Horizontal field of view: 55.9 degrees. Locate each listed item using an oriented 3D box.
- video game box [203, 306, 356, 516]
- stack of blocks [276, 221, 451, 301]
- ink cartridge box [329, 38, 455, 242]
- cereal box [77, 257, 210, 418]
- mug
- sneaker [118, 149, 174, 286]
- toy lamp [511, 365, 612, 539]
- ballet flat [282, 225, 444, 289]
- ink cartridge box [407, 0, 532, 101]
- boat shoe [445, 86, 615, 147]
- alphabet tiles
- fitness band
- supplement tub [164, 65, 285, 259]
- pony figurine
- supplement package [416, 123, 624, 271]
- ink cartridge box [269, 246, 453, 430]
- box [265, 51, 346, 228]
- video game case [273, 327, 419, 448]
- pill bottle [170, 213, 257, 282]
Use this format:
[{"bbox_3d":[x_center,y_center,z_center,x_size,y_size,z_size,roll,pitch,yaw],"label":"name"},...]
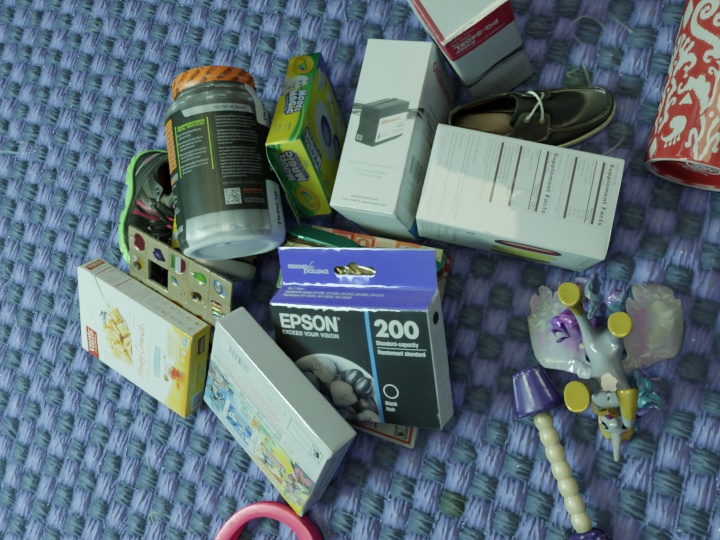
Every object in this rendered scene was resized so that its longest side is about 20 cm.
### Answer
[{"bbox_3d":[-0.104,0.169,0.797,0.200,0.047,0.183,45,140,19],"label":"video game box"},{"bbox_3d":[0.001,0.016,0.841,0.199,0.059,0.116,12,85,19],"label":"stack of blocks"},{"bbox_3d":[0.044,-0.150,0.810,0.083,0.145,0.201,11,84,19],"label":"ink cartridge box"},{"bbox_3d":[-0.289,0.088,0.894,0.199,0.040,0.144,27,126,20],"label":"cereal box"},{"bbox_3d":[0.405,-0.189,0.714,0.177,0.133,0.201,19,90,21],"label":"mug"},{"bbox_3d":[-0.280,-0.075,0.937,0.083,0.077,0.201,-7,80,20],"label":"sneaker"},{"bbox_3d":[0.217,0.205,0.744,0.058,0.058,0.201,-20,78,13],"label":"toy lamp"},{"bbox_3d":[0.000,0.000,0.788,0.199,0.070,0.066,16,114,22],"label":"ballet flat"},{"bbox_3d":[0.117,-0.294,0.785,0.083,0.200,0.146,-34,73,13],"label":"ink cartridge box"},{"bbox_3d":[0.201,-0.182,0.809,0.199,0.068,0.072,-6,77,15],"label":"boat shoe"},{"bbox_3d":[-0.235,0.059,0.873,0.167,0.008,0.201,27,128,19],"label":"alphabet tiles"},{"bbox_3d":[-0.126,0.383,0.834,0.143,0.037,0.201,27,91,17],"label":"fitness band"},{"bbox_3d":[-0.156,-0.121,0.777,0.122,0.122,0.201,-10,82,16],"label":"supplement tub"},{"bbox_3d":[0.250,0.084,0.701,0.166,0.200,0.194,-8,63,23],"label":"pony figurine"},{"bbox_3d":[0.172,-0.078,0.759,0.199,0.114,0.110,13,85,9],"label":"supplement package"},{"bbox_3d":[-0.004,0.074,0.757,0.197,0.043,0.201,1,109,26],"label":"ink cartridge box"},{"bbox_3d":[-0.063,-0.157,0.816,0.048,0.118,0.201,-5,49,16],"label":"box"},{"bbox_3d":[-0.016,0.121,0.817,0.199,0.017,0.144,15,115,19],"label":"video game case"},{"bbox_3d":[-0.183,-0.091,0.889,0.112,0.112,0.201,2,82,18],"label":"pill bottle"}]
